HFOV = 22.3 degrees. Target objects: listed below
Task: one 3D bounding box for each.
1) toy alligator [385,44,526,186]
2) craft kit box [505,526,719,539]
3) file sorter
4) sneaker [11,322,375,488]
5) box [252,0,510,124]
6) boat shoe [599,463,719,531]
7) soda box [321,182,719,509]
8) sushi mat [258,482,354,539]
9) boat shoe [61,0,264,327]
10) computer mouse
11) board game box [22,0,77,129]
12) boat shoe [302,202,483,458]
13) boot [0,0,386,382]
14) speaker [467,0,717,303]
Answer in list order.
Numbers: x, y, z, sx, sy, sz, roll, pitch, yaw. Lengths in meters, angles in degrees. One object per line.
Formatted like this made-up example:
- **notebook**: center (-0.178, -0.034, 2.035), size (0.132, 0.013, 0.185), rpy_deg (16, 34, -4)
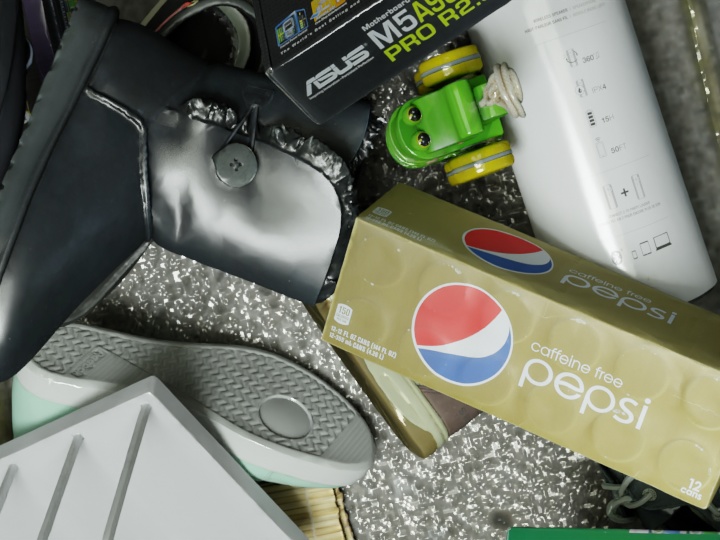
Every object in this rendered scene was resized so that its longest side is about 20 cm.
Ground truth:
- **toy alligator**: center (0.039, -0.070, 0.857), size (0.054, 0.200, 0.060), rpy_deg (-19, 91, -1)
- **craft kit box**: center (0.180, 0.190, 0.889), size (0.198, 0.049, 0.198), rpy_deg (0, 142, 15)
- **file sorter**: center (-0.153, 0.175, 0.947), size (0.199, 0.125, 0.139), rpy_deg (-24, 122, 27)
- **sneaker**: center (-0.096, 0.102, 1.006), size (0.198, 0.074, 0.119), rpy_deg (15, 128, -2)
- **box**: center (0.035, -0.182, 0.866), size (0.199, 0.161, 0.044), rpy_deg (-31, 134, 19)
- **boat shoe**: center (0.155, 0.107, 0.914), size (0.199, 0.073, 0.062), rpy_deg (38, 76, -4)
- **soda box**: center (0.087, 0.032, 0.856), size (0.198, 0.064, 0.068), rpy_deg (23, 114, 13)
- **sushi mat**: center (-0.093, 0.177, 1.040), size (0.198, 0.012, 0.097), rpy_deg (-13, 99, 18)
- **boat shoe**: center (-0.118, -0.058, 0.939), size (0.073, 0.063, 0.202), rpy_deg (33, 88, -24)
- **computer mouse**: center (-0.168, -0.100, 0.849), size (0.046, 0.141, 0.202), rpy_deg (22, 64, -5)
- **board game box**: center (-0.244, -0.103, 1.005), size (0.198, 0.057, 0.167), rpy_deg (-8, 100, 16)
- **boat shoe**: center (0.000, 0.000, 0.956), size (0.066, 0.072, 0.202), rpy_deg (-31, 78, -10)
- **boot**: center (-0.089, -0.016, 0.869), size (0.167, 0.076, 0.202), rpy_deg (21, 75, -6)
- **speaker**: center (0.108, -0.075, 0.901), size (0.080, 0.081, 0.202), rpy_deg (-18, 96, 18)
